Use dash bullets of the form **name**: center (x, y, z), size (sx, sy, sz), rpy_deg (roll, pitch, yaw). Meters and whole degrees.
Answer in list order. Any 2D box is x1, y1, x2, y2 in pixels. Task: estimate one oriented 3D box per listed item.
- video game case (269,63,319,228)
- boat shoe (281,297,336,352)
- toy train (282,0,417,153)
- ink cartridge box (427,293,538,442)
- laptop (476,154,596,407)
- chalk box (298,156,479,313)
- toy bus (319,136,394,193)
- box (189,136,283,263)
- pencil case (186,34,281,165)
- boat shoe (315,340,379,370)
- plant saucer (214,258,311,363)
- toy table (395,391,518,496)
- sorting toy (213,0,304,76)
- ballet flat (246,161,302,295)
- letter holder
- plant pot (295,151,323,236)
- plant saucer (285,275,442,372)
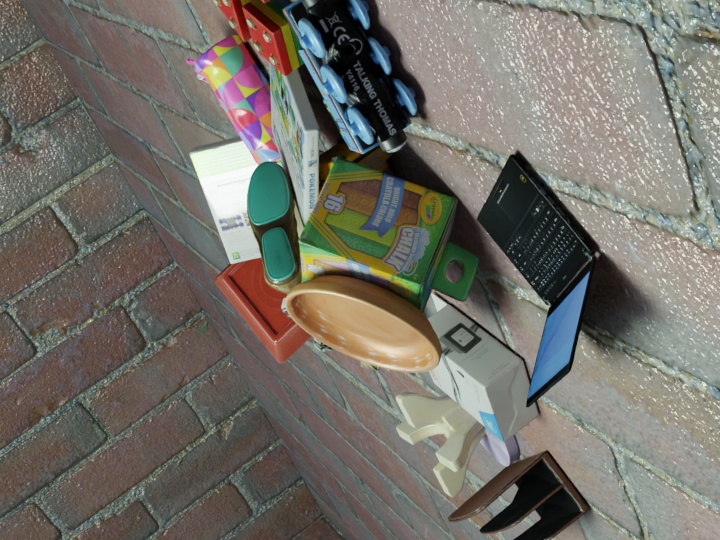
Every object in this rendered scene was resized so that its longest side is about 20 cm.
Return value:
- **video game case**: center (-0.087, -0.184, 1.448), size (0.183, 0.022, 0.201), rpy_deg (93, 162, -51)
- **boat shoe**: center (-0.041, 0.089, 1.639), size (0.199, 0.068, 0.074), rpy_deg (15, 175, 29)
- **toy train**: center (-0.013, -0.220, 1.218), size (0.201, 0.087, 0.114), rpy_deg (60, 170, -17)
- **ink cartridge box**: center (0.144, 0.128, 1.503), size (0.200, 0.067, 0.116), rpy_deg (38, 158, 47)
- **laptop**: center (0.164, 0.015, 1.133), size (0.200, 0.103, 0.177), rpy_deg (52, 164, 11)
- **chalk box**: center (0.041, -0.026, 1.317), size (0.199, 0.125, 0.124), rpy_deg (19, 157, 8)
- **toy bus**: center (-0.014, -0.128, 1.444), size (0.078, 0.065, 0.200), rpy_deg (59, 165, -14)
- **box**: center (-0.171, -0.117, 1.768), size (0.036, 0.144, 0.201), rpy_deg (-71, -33, -61)
- **pencil case**: center (-0.164, -0.246, 1.623), size (0.200, 0.088, 0.088), rpy_deg (55, 165, -4)
- **boat shoe**: center (0.024, 0.119, 1.707), size (0.199, 0.072, 0.076), rpy_deg (17, 174, 12)
- **plant saucer**: center (-0.122, 0.013, 1.820), size (0.200, 0.200, 0.037), rpy_deg (49, -177, 23)
- **toy table**: center (0.140, 0.235, 1.649), size (0.201, 0.117, 0.184), rpy_deg (58, 164, -9)
- **sorting toy**: center (-0.129, -0.347, 1.324), size (0.199, 0.069, 0.200), rpy_deg (45, 162, 33)
- **ballet flat**: center (-0.107, -0.050, 1.472), size (0.072, 0.068, 0.201), rpy_deg (63, -171, -57)
- **letter holder**: center (0.219, 0.353, 1.607), size (0.101, 0.142, 0.200), rpy_deg (53, 165, 8)
- **plant pot**: center (-0.071, -0.058, 1.639), size (0.200, 0.134, 0.201), rpy_deg (50, 164, 20)
- **plant saucer**: center (0.007, 0.061, 1.334), size (0.199, 0.038, 0.200), rpy_deg (19, 157, 8)
